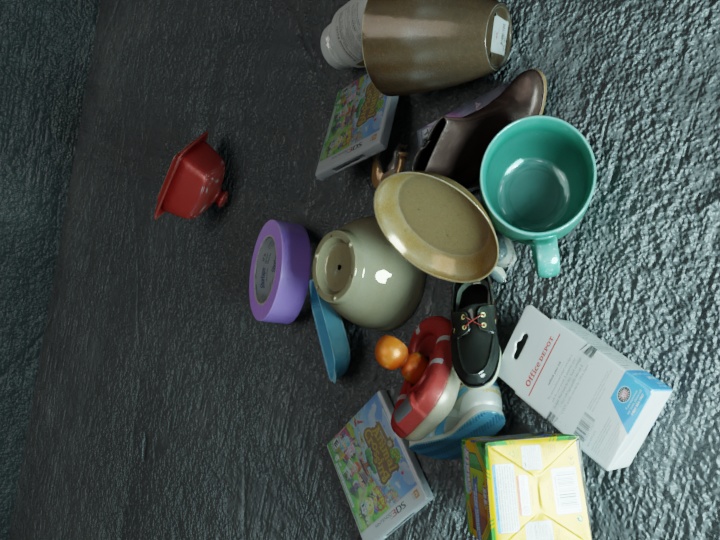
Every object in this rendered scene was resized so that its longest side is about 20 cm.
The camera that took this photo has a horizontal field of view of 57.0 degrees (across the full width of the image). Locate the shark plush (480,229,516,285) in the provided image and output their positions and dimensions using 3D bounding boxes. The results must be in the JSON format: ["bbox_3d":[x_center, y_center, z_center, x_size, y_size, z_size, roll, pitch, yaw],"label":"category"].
[{"bbox_3d":[0.171,-0.067,1.005,0.092,0.082,0.201,-58,47,25],"label":"shark plush"}]

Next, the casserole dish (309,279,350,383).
[{"bbox_3d":[-0.057,0.109,1.240,0.122,0.038,0.205,102,155,-61],"label":"casserole dish"}]

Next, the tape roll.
[{"bbox_3d":[-0.167,0.003,1.355,0.199,0.064,0.207,-29,57,59],"label":"tape roll"}]

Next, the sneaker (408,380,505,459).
[{"bbox_3d":[0.145,0.227,1.011,0.200,0.075,0.083,-43,32,41],"label":"sneaker"}]

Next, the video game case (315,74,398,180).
[{"bbox_3d":[0.000,-0.279,1.212,0.179,0.022,0.205,-17,51,46],"label":"video game case"}]

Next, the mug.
[{"bbox_3d":[0.229,-0.099,0.895,0.149,0.114,0.189,25,88,14],"label":"mug"}]

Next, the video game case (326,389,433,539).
[{"bbox_3d":[0.027,0.347,1.155,0.183,0.022,0.203,-50,51,32],"label":"video game case"}]

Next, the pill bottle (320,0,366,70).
[{"bbox_3d":[0.008,-0.438,1.209,0.198,0.111,0.119,-1,83,60],"label":"pill bottle"}]

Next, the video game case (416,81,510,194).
[{"bbox_3d":[0.172,-0.194,1.072,0.197,0.019,0.148,-20,70,46],"label":"video game case"}]

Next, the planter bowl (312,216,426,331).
[{"bbox_3d":[0.000,0.000,1.152,0.197,0.132,0.208,-8,79,47],"label":"planter bowl"}]

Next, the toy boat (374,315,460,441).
[{"bbox_3d":[0.079,0.143,0.997,0.131,0.129,0.201,-53,5,37],"label":"toy boat"}]

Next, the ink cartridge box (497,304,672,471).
[{"bbox_3d":[0.282,0.144,0.862,0.199,0.065,0.119,41,115,43],"label":"ink cartridge box"}]

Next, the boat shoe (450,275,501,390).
[{"bbox_3d":[0.159,0.076,0.944,0.071,0.064,0.205,-9,42,17],"label":"boat shoe"}]

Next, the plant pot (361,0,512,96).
[{"bbox_3d":[0.132,-0.369,1.043,0.196,0.185,0.194,14,95,35],"label":"plant pot"}]

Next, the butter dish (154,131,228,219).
[{"bbox_3d":[-0.393,-0.208,1.627,0.203,0.145,0.201,-58,8,27],"label":"butter dish"}]

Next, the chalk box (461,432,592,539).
[{"bbox_3d":[0.201,0.280,0.863,0.200,0.119,0.129,102,164,-76],"label":"chalk box"}]

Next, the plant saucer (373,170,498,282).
[{"bbox_3d":[0.109,-0.067,0.928,0.197,0.202,0.036,-2,41,48],"label":"plant saucer"}]

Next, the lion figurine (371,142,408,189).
[{"bbox_3d":[0.060,-0.154,1.159,0.201,0.070,0.126,-122,40,-62],"label":"lion figurine"}]

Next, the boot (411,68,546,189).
[{"bbox_3d":[0.170,-0.200,0.934,0.073,0.164,0.203,47,120,30],"label":"boot"}]
